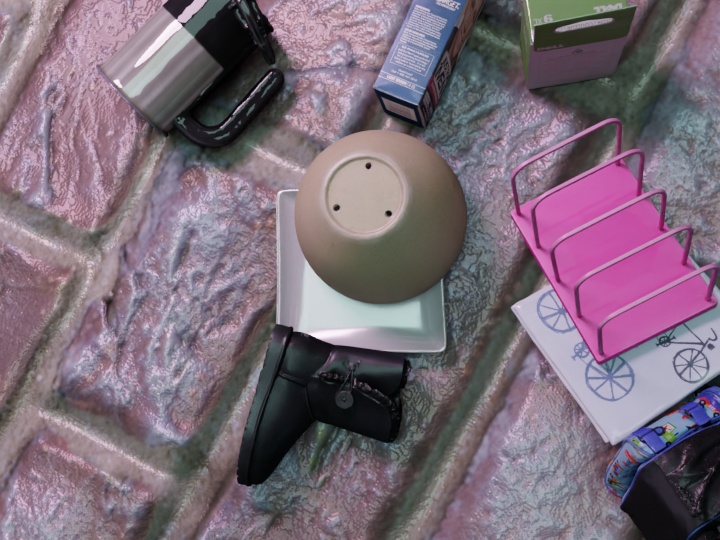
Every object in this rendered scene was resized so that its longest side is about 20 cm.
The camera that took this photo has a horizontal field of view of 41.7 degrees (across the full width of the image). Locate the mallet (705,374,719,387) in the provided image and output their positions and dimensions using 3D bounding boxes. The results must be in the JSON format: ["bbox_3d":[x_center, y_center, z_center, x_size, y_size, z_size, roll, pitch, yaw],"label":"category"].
[{"bbox_3d":[0.312,0.098,1.020,0.200,0.041,0.066,32,87,28],"label":"mallet"}]

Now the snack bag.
[{"bbox_3d":[0.293,0.058,1.011,0.200,0.021,0.189,-33,64,-1],"label":"snack bag"}]

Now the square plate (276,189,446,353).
[{"bbox_3d":[0.000,0.000,1.113,0.200,0.028,0.198,-2,82,9],"label":"square plate"}]

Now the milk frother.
[{"bbox_3d":[-0.192,-0.248,1.089,0.181,0.200,0.188,45,92,8],"label":"milk frother"}]

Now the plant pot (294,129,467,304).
[{"bbox_3d":[0.014,-0.068,1.037,0.200,0.134,0.200,-1,83,9],"label":"plant pot"}]

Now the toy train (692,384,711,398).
[{"bbox_3d":[0.348,0.052,1.047,0.046,0.034,0.200,-28,79,3],"label":"toy train"}]

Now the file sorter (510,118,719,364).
[{"bbox_3d":[0.258,-0.035,0.976,0.139,0.125,0.200,-27,65,2],"label":"file sorter"}]

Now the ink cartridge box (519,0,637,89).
[{"bbox_3d":[0.230,-0.262,1.021,0.104,0.200,0.059,-8,82,7],"label":"ink cartridge box"}]

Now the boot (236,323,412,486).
[{"bbox_3d":[-0.041,0.171,1.072,0.168,0.076,0.200,16,97,3],"label":"boot"}]

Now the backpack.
[{"bbox_3d":[0.372,0.198,0.957,0.200,0.183,0.135,-28,62,-9],"label":"backpack"}]

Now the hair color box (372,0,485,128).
[{"bbox_3d":[0.087,-0.276,1.097,0.060,0.100,0.200,24,87,11],"label":"hair color box"}]
